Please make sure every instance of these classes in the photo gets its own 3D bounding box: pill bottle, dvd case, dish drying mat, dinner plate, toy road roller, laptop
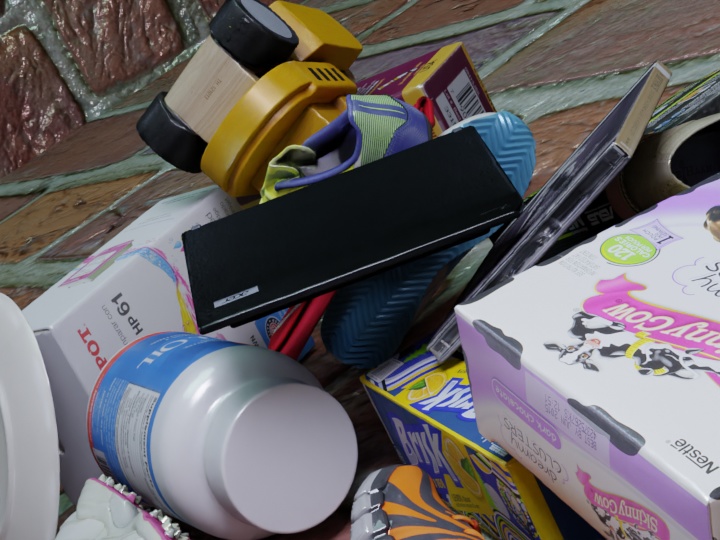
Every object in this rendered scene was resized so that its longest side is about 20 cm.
[{"bbox_3d":[-0.081,0.097,0.961,0.112,0.112,0.200,-36,18,-22],"label":"pill bottle"},{"bbox_3d":[0.108,-0.037,0.890,0.149,0.016,0.200,-50,0,24],"label":"dvd case"},{"bbox_3d":[-0.008,-0.023,1.080,0.200,0.018,0.077,-59,7,16],"label":"dish drying mat"},{"bbox_3d":[-0.238,0.114,1.043,0.024,0.201,0.200,-5,1,-32],"label":"dinner plate"},{"bbox_3d":[-0.048,-0.101,1.149,0.123,0.146,0.200,-50,-12,17],"label":"toy road roller"},{"bbox_3d":[0.000,0.000,0.920,0.177,0.104,0.200,-20,-26,-1],"label":"laptop"}]

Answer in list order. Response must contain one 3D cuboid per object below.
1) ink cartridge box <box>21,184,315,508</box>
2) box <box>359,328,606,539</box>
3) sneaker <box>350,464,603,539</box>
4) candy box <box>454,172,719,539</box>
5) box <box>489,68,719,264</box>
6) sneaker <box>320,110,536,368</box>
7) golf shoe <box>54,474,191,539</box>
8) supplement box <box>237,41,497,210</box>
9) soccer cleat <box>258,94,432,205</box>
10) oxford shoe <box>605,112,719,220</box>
[{"bbox_3d":[-0.142,0.053,1.135,0.084,0.145,0.200,-12,23,44],"label":"ink cartridge box"},{"bbox_3d":[0.070,0.084,0.815,0.064,0.070,0.200,-30,16,-12],"label":"box"},{"bbox_3d":[0.060,0.139,0.689,0.112,0.078,0.200,-23,28,8],"label":"sneaker"},{"bbox_3d":[0.167,0.035,0.662,0.200,0.072,0.168,-26,34,-19],"label":"candy box"},{"bbox_3d":[0.198,-0.078,1.064,0.200,0.048,0.193,-35,1,-19],"label":"box"},{"bbox_3d":[0.041,-0.029,1.107,0.200,0.076,0.081,-50,9,12],"label":"sneaker"},{"bbox_3d":[-0.128,0.177,0.901,0.092,0.075,0.200,-50,19,-14],"label":"golf shoe"},{"bbox_3d":[0.012,-0.078,1.297,0.200,0.131,0.103,-20,18,32],"label":"supplement box"},{"bbox_3d":[-0.038,-0.046,1.019,0.200,0.084,0.065,-39,46,37],"label":"soccer cleat"},{"bbox_3d":[0.242,-0.068,0.932,0.199,0.071,0.074,-19,1,-17],"label":"oxford shoe"}]
